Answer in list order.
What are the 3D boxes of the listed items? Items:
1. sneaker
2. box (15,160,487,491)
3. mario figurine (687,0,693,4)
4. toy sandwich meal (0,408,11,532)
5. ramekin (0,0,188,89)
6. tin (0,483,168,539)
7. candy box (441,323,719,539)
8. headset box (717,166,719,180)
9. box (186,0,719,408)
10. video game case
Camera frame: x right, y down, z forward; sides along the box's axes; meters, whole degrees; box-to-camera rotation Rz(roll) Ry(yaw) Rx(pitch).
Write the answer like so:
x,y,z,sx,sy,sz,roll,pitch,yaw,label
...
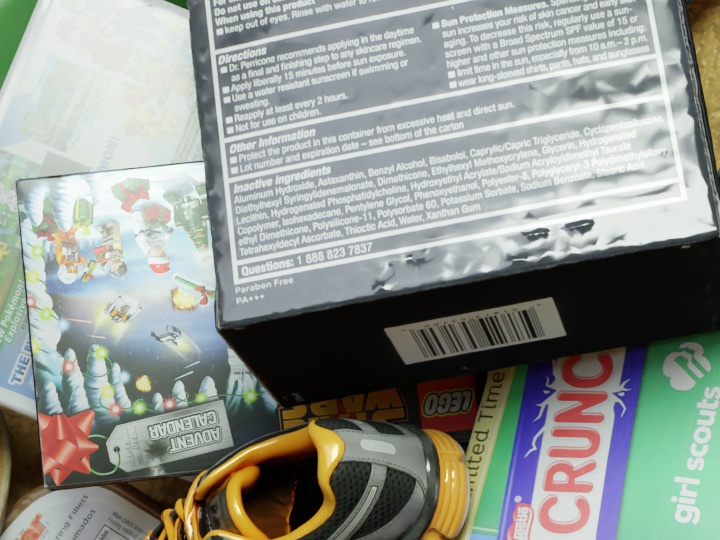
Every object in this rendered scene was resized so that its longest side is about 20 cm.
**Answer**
x,y,z,sx,sy,sz,roll,pitch,yaw,label
-0.050,0.112,1.003,0.200,0.077,0.079,-34,53,27,sneaker
-0.047,0.019,1.050,0.199,0.040,0.138,-7,84,-4,box
0.146,-0.172,1.102,0.200,0.106,0.124,-44,15,12,mario figurine
-0.250,0.111,1.138,0.205,0.070,0.206,-22,45,24,toy sandwich meal
-0.137,-0.075,1.194,0.199,0.098,0.201,-11,59,19,ramekin
-0.098,0.166,1.080,0.200,0.042,0.112,27,72,34,tin
0.148,0.081,0.988,0.199,0.077,0.170,5,67,28,candy box
0.272,-0.058,0.997,0.199,0.077,0.149,18,70,25,headset box
0.040,-0.068,0.967,0.199,0.123,0.199,-10,70,8,box
-0.092,-0.018,1.083,0.182,0.022,0.201,22,83,0,video game case
